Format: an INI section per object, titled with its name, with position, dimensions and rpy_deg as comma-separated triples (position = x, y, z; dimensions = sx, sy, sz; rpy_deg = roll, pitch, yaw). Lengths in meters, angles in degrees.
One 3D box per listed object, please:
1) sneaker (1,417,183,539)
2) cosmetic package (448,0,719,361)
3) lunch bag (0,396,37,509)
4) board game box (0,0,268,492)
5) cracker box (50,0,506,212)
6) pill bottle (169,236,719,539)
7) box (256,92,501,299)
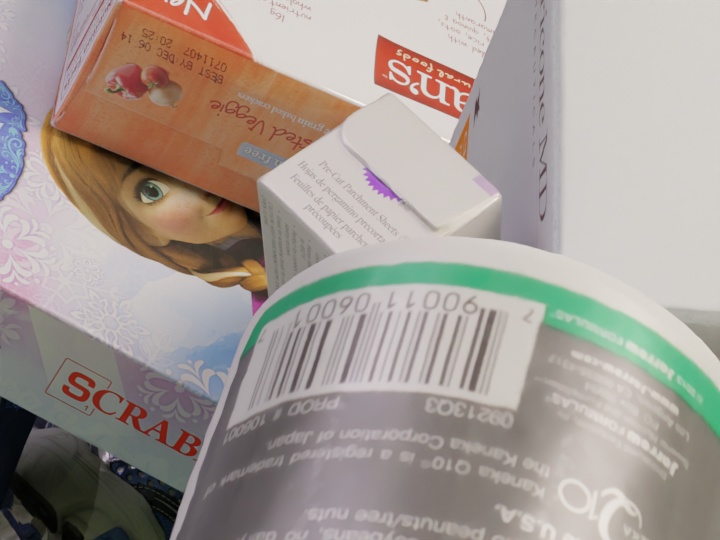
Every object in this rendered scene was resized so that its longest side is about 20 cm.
[sneaker]
position = -0.094, 0.064, 0.989
dimensions = 0.085, 0.077, 0.200
rpy_deg = -32, 24, -14
[cosmetic package]
position = 0.065, -0.010, 0.656
dimensions = 0.071, 0.102, 0.200
rpy_deg = 4, -17, -5
[lunch bag]
position = -0.191, 0.072, 0.844
dimensions = 0.132, 0.136, 0.200
rpy_deg = -28, -41, -86
[board game box]
position = -0.049, -0.020, 0.840
dimensions = 0.041, 0.199, 0.200
rpy_deg = -54, 12, 37
[cracker box]
position = -0.016, -0.100, 0.869
dimensions = 0.058, 0.134, 0.200
rpy_deg = -55, 20, 38
[pill bottle]
position = 0.006, 0.101, 0.497
dimensions = 0.113, 0.113, 0.200
rpy_deg = -21, 37, 38
[box]
position = 0.007, 0.043, 0.637
dimensions = 0.039, 0.200, 0.041
rpy_deg = -34, 57, -22
